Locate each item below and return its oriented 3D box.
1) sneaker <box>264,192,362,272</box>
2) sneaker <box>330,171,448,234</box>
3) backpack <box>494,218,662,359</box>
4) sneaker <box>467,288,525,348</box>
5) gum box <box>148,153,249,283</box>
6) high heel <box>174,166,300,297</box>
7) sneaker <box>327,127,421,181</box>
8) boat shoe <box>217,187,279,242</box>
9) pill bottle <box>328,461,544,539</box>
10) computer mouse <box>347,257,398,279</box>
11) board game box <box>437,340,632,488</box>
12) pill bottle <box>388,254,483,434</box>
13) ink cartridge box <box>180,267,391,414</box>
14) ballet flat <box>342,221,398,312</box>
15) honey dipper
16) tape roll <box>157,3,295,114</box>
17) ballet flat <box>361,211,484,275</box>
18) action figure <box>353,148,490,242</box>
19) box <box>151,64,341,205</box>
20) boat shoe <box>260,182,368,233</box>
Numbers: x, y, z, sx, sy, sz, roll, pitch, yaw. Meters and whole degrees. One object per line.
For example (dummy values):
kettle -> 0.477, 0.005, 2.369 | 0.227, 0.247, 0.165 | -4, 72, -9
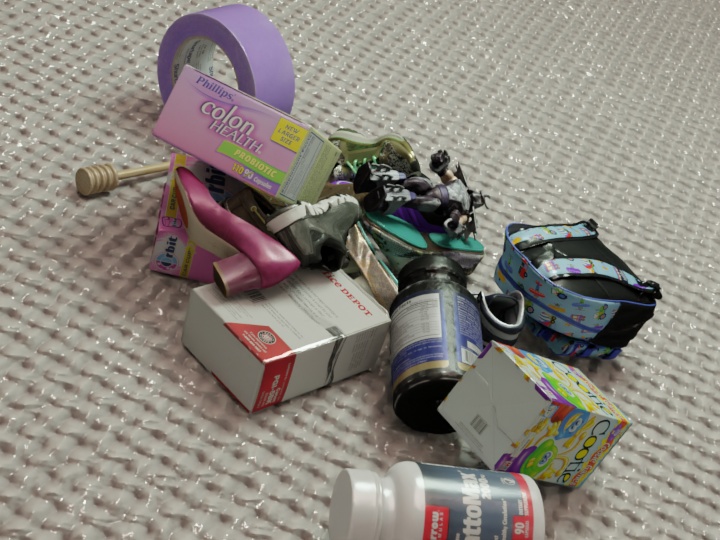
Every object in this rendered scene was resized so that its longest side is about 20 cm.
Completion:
sneaker -> -0.044, -0.040, 1.611 | 0.091, 0.066, 0.200 | 63, 24, 5
sneaker -> 0.053, -0.100, 1.853 | 0.199, 0.100, 0.070 | 23, 32, 5
backpack -> 0.260, 0.022, 1.716 | 0.199, 0.135, 0.183 | 4, 36, -42
sneaker -> 0.143, 0.043, 1.686 | 0.070, 0.109, 0.200 | -3, 39, -29
gum box -> -0.204, -0.071, 1.721 | 0.113, 0.066, 0.200 | 13, 34, -10
high heel -> -0.151, -0.055, 1.564 | 0.096, 0.068, 0.201 | -19, 61, -19
sneaker -> 0.005, -0.148, 1.904 | 0.089, 0.077, 0.199 | -40, 32, -30
boat shoe -> -0.100, -0.043, 1.659 | 0.200, 0.059, 0.072 | 34, 30, -45
pill bottle -> 0.074, 0.257, 1.343 | 0.199, 0.120, 0.120 | 8, 35, -14
computer mouse -> -0.018, -0.010, 1.760 | 0.199, 0.034, 0.059 | 32, 59, 7
board game box -> 0.198, 0.163, 1.478 | 0.200, 0.103, 0.105 | 20, 21, -52
pill bottle -> 0.090, 0.083, 1.571 | 0.111, 0.112, 0.201 | 10, 46, -12
ink cartridge box -> -0.087, 0.070, 1.562 | 0.199, 0.083, 0.147 | -16, 46, -40
ballet flat -> 0.000, 0.000, 1.710 | 0.067, 0.068, 0.201 | -30, 64, -5
honey dipper -> -0.294, -0.135, 1.800 | 0.199, 0.038, 0.038 | -16, 46, -43
tape roll -> -0.194, -0.275, 1.895 | 0.200, 0.201, 0.085 | 36, 37, 25
ballet flat -> 0.077, -0.025, 1.777 | 0.199, 0.072, 0.072 | 14, 31, -32
action figure -> 0.093, -0.100, 1.764 | 0.199, 0.069, 0.131 | 3, 52, -31
box -> -0.136, -0.159, 1.654 | 0.175, 0.097, 0.200 | 28, 1, 10
boat shoe -> -0.057, -0.085, 1.817 | 0.199, 0.065, 0.072 | 5, 45, 12
